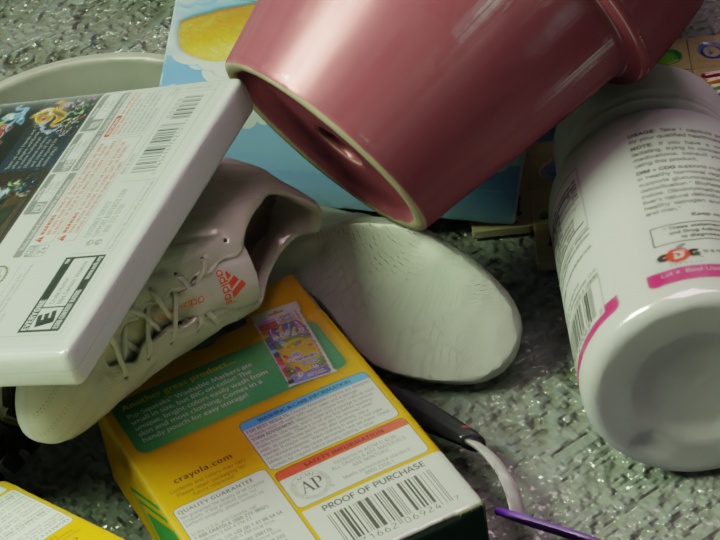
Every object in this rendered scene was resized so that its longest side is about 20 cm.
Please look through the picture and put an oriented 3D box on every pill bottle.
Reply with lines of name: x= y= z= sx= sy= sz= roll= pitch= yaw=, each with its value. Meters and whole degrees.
pill bottle: x=0.153 y=-0.008 z=1.202 sx=0.113 sy=0.114 sz=0.200 roll=-8 pitch=39 yaw=3

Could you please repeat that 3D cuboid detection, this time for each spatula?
spatula: x=0.060 y=0.094 z=1.157 sx=0.200 sy=0.056 sz=0.021 roll=37 pitch=101 yaw=50

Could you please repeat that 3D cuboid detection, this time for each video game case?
video game case: x=-0.165 y=-0.017 z=1.154 sx=0.181 sy=0.023 sz=0.200 roll=-3 pitch=39 yaw=30

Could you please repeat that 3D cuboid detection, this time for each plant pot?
plant pot: x=0.037 y=-0.128 z=1.192 sx=0.179 sy=0.200 sz=0.200 roll=-50 pitch=48 yaw=-8

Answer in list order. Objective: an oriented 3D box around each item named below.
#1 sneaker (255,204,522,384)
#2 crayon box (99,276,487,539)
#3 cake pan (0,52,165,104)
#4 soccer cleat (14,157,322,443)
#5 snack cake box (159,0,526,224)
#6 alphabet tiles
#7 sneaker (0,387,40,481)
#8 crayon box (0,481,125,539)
sneaker: x=0.000 y=0.000 z=1.273 sx=0.199 sy=0.076 sz=0.088 roll=22 pitch=9 yaw=19
crayon box: x=-0.040 y=0.094 z=1.156 sx=0.125 sy=0.052 sz=0.200 roll=-23 pitch=40 yaw=-16
cake pan: x=-0.155 y=-0.055 z=1.393 sx=0.199 sy=0.037 sz=0.201 roll=-6 pitch=38 yaw=5
soccer cleat: x=-0.092 y=0.011 z=1.164 sx=0.077 sy=0.070 sz=0.200 roll=15 pitch=43 yaw=25
snack cake box: x=-0.009 y=-0.093 z=1.344 sx=0.199 sy=0.067 sz=0.115 roll=5 pitch=37 yaw=-1
alphabet tiles: x=0.143 y=-0.068 z=1.370 sx=0.166 sy=0.008 sz=0.200 roll=-6 pitch=39 yaw=5
sneaker: x=-0.186 y=0.031 z=1.218 sx=0.089 sy=0.079 sz=0.200 roll=29 pitch=74 yaw=21
crayon box: x=-0.152 y=0.165 z=1.061 sx=0.125 sy=0.052 sz=0.200 roll=-33 pitch=25 yaw=-26
